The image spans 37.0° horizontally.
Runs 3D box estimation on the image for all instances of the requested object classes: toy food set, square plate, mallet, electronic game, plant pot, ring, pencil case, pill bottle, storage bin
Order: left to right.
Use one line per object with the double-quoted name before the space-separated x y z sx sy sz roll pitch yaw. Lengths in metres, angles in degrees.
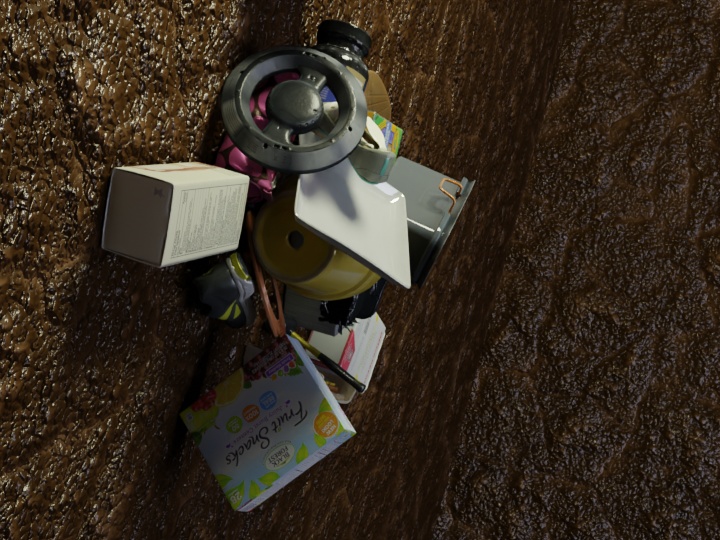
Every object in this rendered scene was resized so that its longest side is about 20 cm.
"ring" -0.145 0.011 1.592 0.200 0.019 0.203 -15 90 -88
"pencil case" -0.131 -0.190 1.494 0.091 0.093 0.202 67 40 -62
"electronic game" -0.088 -0.217 1.439 0.042 0.198 0.201 109 5 -62
"toy food set" -0.095 0.167 1.790 0.061 0.142 0.200 -70 161 -3
"plant pot" -0.065 -0.051 1.563 0.189 0.198 0.203 -15 118 -72
"mallet" -0.070 0.136 1.778 0.041 0.199 0.066 -54 172 4
"pill bottle" -0.052 -0.271 1.637 0.112 0.111 0.202 40 66 -70
"square plate" -0.015 -0.083 1.464 0.028 0.197 0.201 -42 -150 31
"storage bin" 0.085 -0.094 1.705 0.146 0.133 0.201 -64 177 41

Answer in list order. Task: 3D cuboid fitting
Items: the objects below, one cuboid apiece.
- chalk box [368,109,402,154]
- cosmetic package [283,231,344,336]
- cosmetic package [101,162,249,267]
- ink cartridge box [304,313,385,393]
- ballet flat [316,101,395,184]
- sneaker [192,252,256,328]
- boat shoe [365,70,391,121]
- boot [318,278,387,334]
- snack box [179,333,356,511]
"chalk box" -0.012 -0.196 1.791 0.200 0.123 0.126 14 91 -71
"cosmetic package" -0.063 -0.002 1.822 0.090 0.106 0.202 -35 138 -64
"cosmetic package" -0.222 -0.073 1.320 0.200 0.086 0.105 -17 122 -70
"ink cartridge box" -0.027 0.137 2.068 0.200 0.082 0.147 59 49 -65
"ballet flat" -0.010 -0.197 1.499 0.067 0.200 0.064 1 127 -38
"sneaker" -0.198 0.035 1.524 0.084 0.075 0.200 -21 160 -13
"boat shoe" 0.013 -0.252 1.921 0.072 0.071 0.203 -25 108 -46
"boot" -0.001 -0.001 1.731 0.162 0.073 0.201 -4 111 -72
"snack box" -0.134 0.220 1.548 0.199 0.170 0.068 -36 161 6
